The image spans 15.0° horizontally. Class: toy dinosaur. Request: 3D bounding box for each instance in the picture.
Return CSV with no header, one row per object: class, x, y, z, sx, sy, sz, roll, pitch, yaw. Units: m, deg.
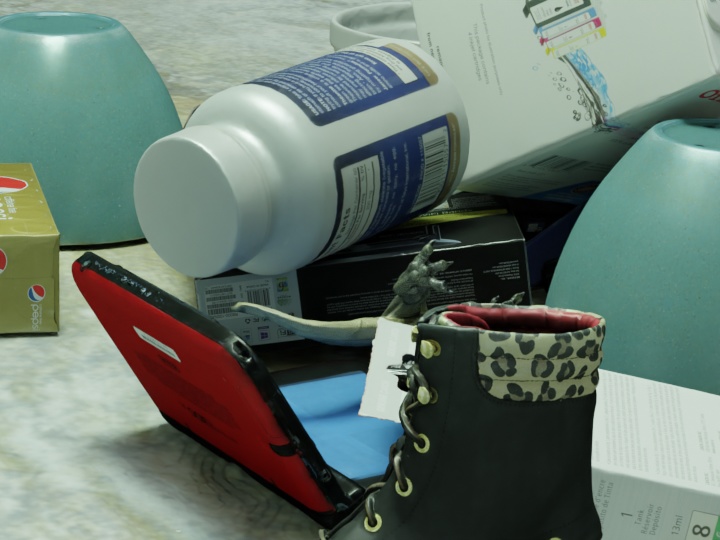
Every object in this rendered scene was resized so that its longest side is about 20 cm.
toy dinosaur,0.035,0.026,1.481,0.199,0.048,0.088,11,-29,-40

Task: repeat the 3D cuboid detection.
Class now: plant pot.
plant pot,-0.215,-0.109,1.937,0.199,0.136,0.200,2,15,-1
plant pot,0.205,-0.012,1.564,0.199,0.136,0.200,3,15,-1

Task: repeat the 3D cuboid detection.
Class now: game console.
game console,-0.033,0.047,1.428,0.119,0.173,0.200,-40,30,-16

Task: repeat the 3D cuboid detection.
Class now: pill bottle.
pill bottle,-0.036,-0.062,1.593,0.111,0.112,0.200,13,24,37

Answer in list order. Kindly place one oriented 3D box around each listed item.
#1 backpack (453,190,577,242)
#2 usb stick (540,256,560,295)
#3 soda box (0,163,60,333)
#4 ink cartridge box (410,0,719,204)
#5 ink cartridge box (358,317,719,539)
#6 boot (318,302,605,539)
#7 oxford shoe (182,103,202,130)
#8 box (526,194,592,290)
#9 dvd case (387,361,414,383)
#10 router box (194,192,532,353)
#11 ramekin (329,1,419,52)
backpack,0.149,-0.087,1.881,0.199,0.152,0.178,7,-7,0
usb stick,0.204,-0.018,1.689,0.199,0.033,0.055,-22,-35,27
soda box,-0.233,-0.017,1.743,0.067,0.064,0.200,-1,16,-12
ink cartridge box,0.159,-0.143,1.683,0.199,0.146,0.147,-21,-16,34
ink cartridge box,0.097,0.087,1.374,0.199,0.050,0.161,11,16,1
boot,0.013,0.092,1.194,0.202,0.155,0.074,0,15,-7
oxford shoe,-0.089,-0.069,1.738,0.071,0.073,0.200,-8,9,-13
box,0.195,-0.039,1.741,0.120,0.033,0.200,-8,-18,-29
dvd case,0.122,0.054,1.607,0.199,0.022,0.146,3,15,9
router box,0.000,0.000,1.673,0.199,0.053,0.157,-7,13,1
ramekin,0.074,-0.148,2.188,0.199,0.106,0.200,1,15,0
